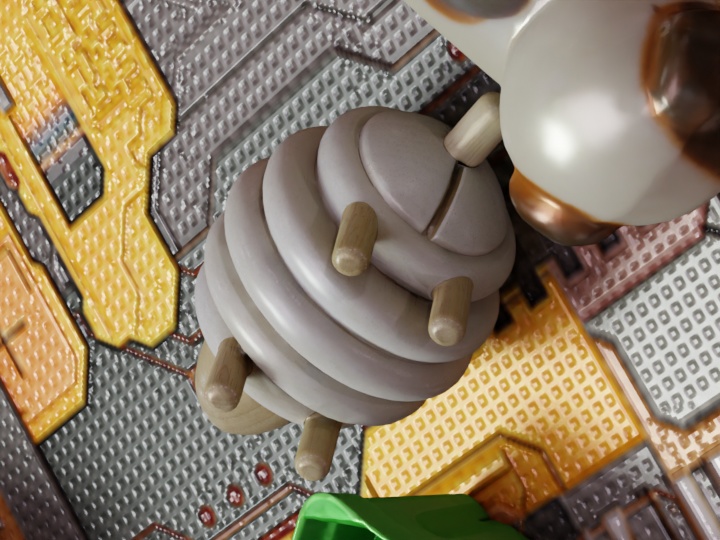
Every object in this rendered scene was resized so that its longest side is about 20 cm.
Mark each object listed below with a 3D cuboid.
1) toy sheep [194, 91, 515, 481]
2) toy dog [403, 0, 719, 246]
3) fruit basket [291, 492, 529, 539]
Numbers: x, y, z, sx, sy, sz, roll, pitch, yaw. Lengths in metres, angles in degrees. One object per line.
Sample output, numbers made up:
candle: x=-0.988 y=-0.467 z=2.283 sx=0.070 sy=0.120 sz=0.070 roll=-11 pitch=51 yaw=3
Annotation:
toy sheep: x=0.000 y=0.000 z=1.218 sx=0.200 sy=0.138 sz=0.138 roll=-42 pitch=74 yaw=29
toy dog: x=0.079 y=-0.111 z=1.077 sx=0.140 sy=0.194 sz=0.200 roll=-40 pitch=69 yaw=29
fruit basket: x=0.001 y=0.211 z=1.233 sx=0.155 sy=0.215 sz=0.216 roll=35 pitch=124 yaw=29
